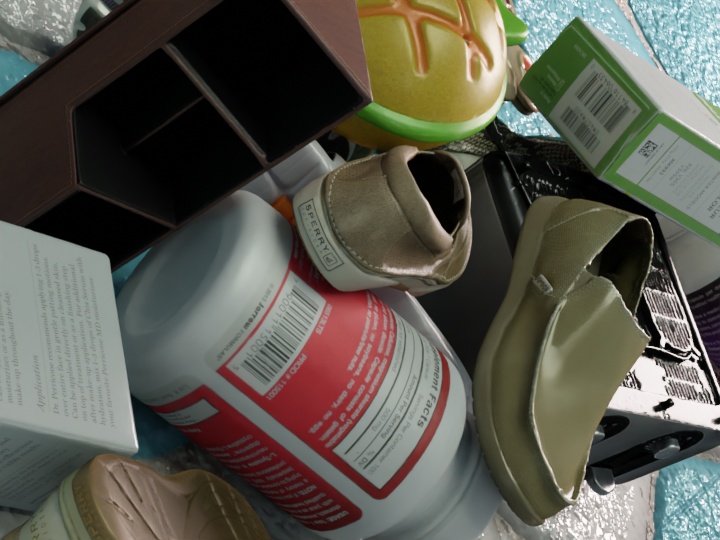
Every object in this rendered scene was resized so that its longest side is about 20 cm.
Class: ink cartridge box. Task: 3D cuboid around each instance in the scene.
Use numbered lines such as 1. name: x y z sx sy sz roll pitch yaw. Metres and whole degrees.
1. ink cartridge box: 0.201 -0.075 1.242 0.199 0.059 0.104 24 24 -43

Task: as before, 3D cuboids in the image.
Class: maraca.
1. maraca: 0.026 -0.135 1.081 0.137 0.107 0.200 39 36 -2

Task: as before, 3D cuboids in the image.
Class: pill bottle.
1. pill bottle: -0.021 0.061 0.972 0.200 0.112 0.113 41 35 -25
2. pill bottle: 0.287 0.015 1.434 0.200 0.112 0.113 49 33 -14

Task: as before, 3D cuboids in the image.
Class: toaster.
1. toaster: 0.113 0.028 1.179 0.180 0.118 0.201 14 52 -49

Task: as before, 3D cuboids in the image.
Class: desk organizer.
1. desk organizer: -0.090 -0.075 0.914 0.072 0.199 0.077 23 47 -43

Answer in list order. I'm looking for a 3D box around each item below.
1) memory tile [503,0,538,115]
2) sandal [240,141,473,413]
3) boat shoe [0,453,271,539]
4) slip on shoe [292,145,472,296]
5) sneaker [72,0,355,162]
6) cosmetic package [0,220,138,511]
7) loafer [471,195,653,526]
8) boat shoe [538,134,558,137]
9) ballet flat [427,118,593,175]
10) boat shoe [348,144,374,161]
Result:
1. memory tile: 0.058 -0.196 1.232 0.153 0.017 0.201 8 61 -63
2. sandal: -0.006 0.004 1.072 0.207 0.079 0.059 55 26 -16
3. boat shoe: -0.091 0.129 0.866 0.200 0.064 0.072 37 24 -60
4. slip on shoe: 0.029 -0.032 0.980 0.076 0.060 0.200 65 19 8
5. sneaker: -0.088 -0.108 1.084 0.200 0.080 0.084 33 25 -48
6. cosmetic package: -0.192 0.027 0.804 0.199 0.071 0.102 20 47 -45
7. loafer: 0.108 0.037 1.005 0.076 0.067 0.201 49 41 -40
8. boat shoe: 0.163 -0.011 1.335 0.071 0.062 0.201 6 57 -50
9. ballet flat: 0.090 -0.063 1.260 0.199 0.068 0.076 14 72 -26
10. boat shoe: -0.035 -0.161 1.181 0.201 0.075 0.068 58 36 1
